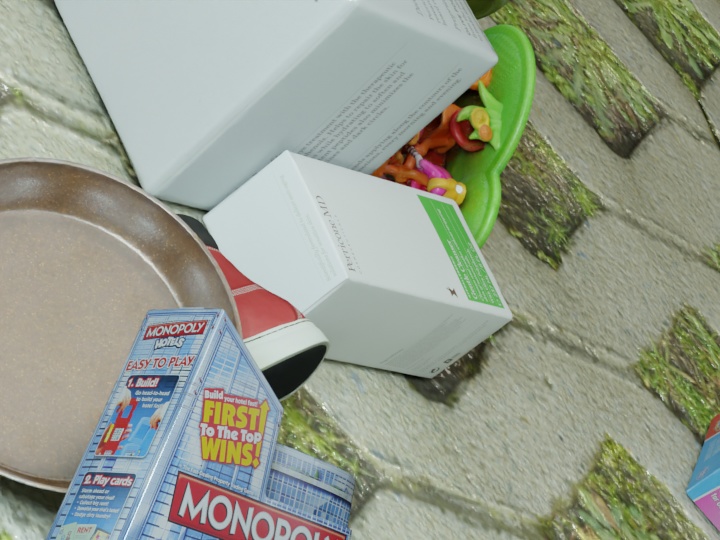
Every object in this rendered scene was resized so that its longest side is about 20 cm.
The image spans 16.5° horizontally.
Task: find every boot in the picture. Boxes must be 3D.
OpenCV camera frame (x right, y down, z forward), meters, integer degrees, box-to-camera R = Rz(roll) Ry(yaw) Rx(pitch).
[{"bbox_3d":[-0.125,0.028,1.438,0.144,0.072,0.200,44,29,17],"label":"boot"}]

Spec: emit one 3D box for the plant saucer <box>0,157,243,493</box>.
[{"bbox_3d":[-0.160,0.033,1.313,0.200,0.034,0.200,13,55,-19],"label":"plant saucer"}]

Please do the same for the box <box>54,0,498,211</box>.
[{"bbox_3d":[-0.062,-0.167,1.640,0.171,0.199,0.200,13,43,-53],"label":"box"}]

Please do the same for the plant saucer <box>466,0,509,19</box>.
[{"bbox_3d":[0.027,-0.213,1.852,0.200,0.200,0.031,15,74,-53],"label":"plant saucer"}]

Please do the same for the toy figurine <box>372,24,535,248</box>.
[{"bbox_3d":[0.011,-0.121,1.835,0.184,0.150,0.200,20,61,-27],"label":"toy figurine"}]

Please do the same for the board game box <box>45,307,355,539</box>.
[{"bbox_3d":[-0.074,0.129,1.257,0.200,0.062,0.200,25,71,-44],"label":"board game box"}]

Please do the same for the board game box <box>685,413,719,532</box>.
[{"bbox_3d":[0.352,0.213,2.015,0.200,0.040,0.153,49,25,-5],"label":"board game box"}]

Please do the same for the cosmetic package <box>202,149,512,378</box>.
[{"bbox_3d":[0.000,0.000,1.655,0.200,0.085,0.108,13,45,-55],"label":"cosmetic package"}]
